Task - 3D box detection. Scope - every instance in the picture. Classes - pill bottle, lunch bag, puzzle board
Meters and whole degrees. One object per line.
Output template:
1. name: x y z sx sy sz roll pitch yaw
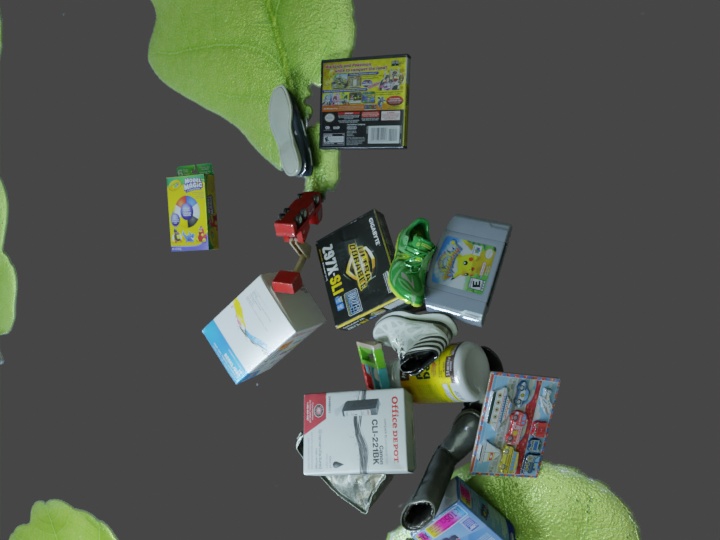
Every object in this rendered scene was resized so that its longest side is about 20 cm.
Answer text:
1. pill bottle: 0.144 0.202 1.157 0.198 0.108 0.112 -15 89 43
2. lunch bag: -0.021 0.370 1.228 0.198 0.164 0.119 30 103 17
3. puzzle board: 0.292 0.294 1.119 0.147 0.017 0.205 8 99 -17

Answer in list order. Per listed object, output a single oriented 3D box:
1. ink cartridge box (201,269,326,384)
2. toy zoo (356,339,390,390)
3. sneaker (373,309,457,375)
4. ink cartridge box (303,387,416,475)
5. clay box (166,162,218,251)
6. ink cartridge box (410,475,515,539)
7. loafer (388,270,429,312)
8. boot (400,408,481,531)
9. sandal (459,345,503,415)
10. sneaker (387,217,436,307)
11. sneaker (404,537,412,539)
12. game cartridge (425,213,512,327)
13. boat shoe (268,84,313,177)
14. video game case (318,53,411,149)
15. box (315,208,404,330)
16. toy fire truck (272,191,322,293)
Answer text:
1. ink cartridge box: -0.207 0.118 1.297 0.199 0.147 0.146 -40 79 22
2. toy zoo: 0.038 0.246 1.218 0.020 0.131 0.204 -13 91 -15
3. sneaker: 0.079 0.138 1.130 0.198 0.115 0.076 -9 119 45
4. ink cartridge box: -0.001 0.301 1.103 0.195 0.084 0.148 -6 71 12
5. clay box: -0.400 -0.149 1.412 0.113 0.047 0.205 -2 95 23
6. ink cartridge box: 0.212 0.520 1.166 0.200 0.077 0.136 42 111 -12
7. loafer: 0.143 0.044 1.196 0.197 0.063 0.073 -18 56 20
8. boot: 0.156 0.372 1.118 0.072 0.199 0.184 34 119 18
9. sandal: 0.233 0.251 1.172 0.074 0.045 0.205 14 100 23
10. sneaker: 0.099 -0.022 1.132 0.073 0.203 0.084 17 139 -14
11. sneaker: 0.111 0.660 1.249 0.083 0.075 0.204 12 109 23
12. game cartridge: 0.198 -0.006 1.129 0.131 0.040 0.204 13 77 30
13. boat shoe: -0.144 -0.299 1.278 0.074 0.061 0.204 -26 75 39
14. video game case: 0.007 -0.345 1.231 0.196 0.025 0.185 5 97 24
15. box: 0.000 0.000 1.218 0.158 0.049 0.204 -27 64 25
16. toy fire truck: -0.129 -0.062 1.243 0.048 0.201 0.143 5 124 20
